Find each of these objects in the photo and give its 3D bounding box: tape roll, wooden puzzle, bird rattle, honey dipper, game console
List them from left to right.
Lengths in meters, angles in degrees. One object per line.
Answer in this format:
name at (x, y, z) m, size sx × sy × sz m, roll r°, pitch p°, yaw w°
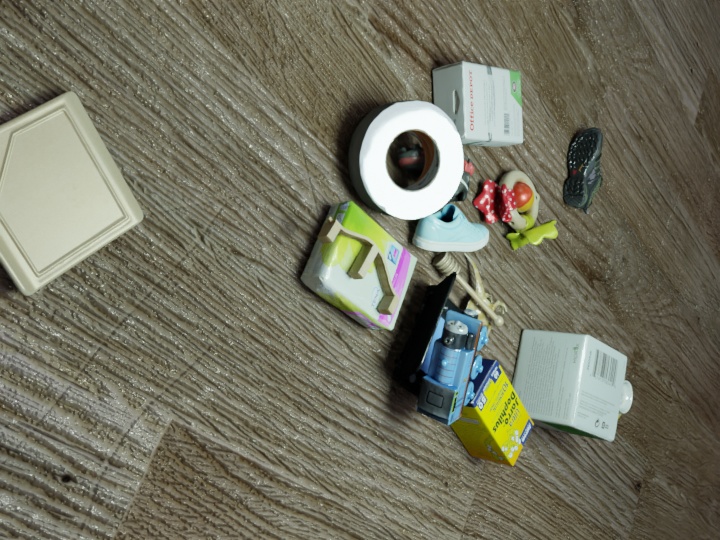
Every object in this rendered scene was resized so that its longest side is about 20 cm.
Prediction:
wooden puzzle at (-0.388, -0.098, 0.901) m, size 0.200 × 0.037 × 0.187 m, roll -44°, pitch 119°, yaw -39°
tape roll at (0.080, -0.193, 1.269) m, size 0.197 × 0.066 × 0.204 m, roll -4°, pitch 101°, yaw -19°
game console at (0.151, 0.130, 1.362) m, size 0.176 × 0.115 × 0.202 m, roll 41°, pitch 64°, yaw -36°
honey dipper at (0.220, 0.042, 1.445) m, size 0.200 × 0.038 × 0.038 m, roll 45°, pitch 61°, yaw -17°
bird rattle at (0.329, -0.141, 1.567) m, size 0.199 × 0.112 × 0.165 m, roll 37°, pitch 54°, yaw -24°

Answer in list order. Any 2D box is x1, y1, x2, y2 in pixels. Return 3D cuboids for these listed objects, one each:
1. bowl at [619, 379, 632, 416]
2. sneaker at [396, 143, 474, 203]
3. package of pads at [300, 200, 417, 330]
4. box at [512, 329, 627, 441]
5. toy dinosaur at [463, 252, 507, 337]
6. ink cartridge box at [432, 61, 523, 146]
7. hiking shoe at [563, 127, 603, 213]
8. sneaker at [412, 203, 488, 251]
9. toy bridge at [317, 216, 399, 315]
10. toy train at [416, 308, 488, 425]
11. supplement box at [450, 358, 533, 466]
bowl at (0.612, 0.309, 1.812) m, size 0.198 × 0.107 × 0.204 m, roll -1°, pitch 92°, yaw -44°
sneaker at (0.144, -0.179, 1.379) m, size 0.199 × 0.070 × 0.100 m, roll 11°, pitch 81°, yaw -44°
package of pads at (0.000, 0.000, 1.248) m, size 0.199 × 0.068 × 0.157 m, roll 38°, pitch 64°, yaw -37°
box at (0.463, 0.255, 1.624) m, size 0.198 × 0.170 × 0.203 m, roll 25°, pitch 75°, yaw -41°
toy dinosaur at (0.251, 0.070, 1.496) m, size 0.100 × 0.058 × 0.204 m, roll 8°, pitch 85°, yaw -42°
ink cartridge box at (0.237, -0.328, 1.455) m, size 0.198 × 0.084 × 0.149 m, roll -5°, pitch 94°, yaw -43°
hiking shoe at (0.553, -0.245, 1.779) m, size 0.100 × 0.075 × 0.203 m, roll 19°, pitch 87°, yaw -50°
sneaker at (0.188, -0.086, 1.408) m, size 0.198 × 0.074 × 0.083 m, roll -9°, pitch 123°, yaw -43°
toy bridge at (0.005, -0.016, 1.187) m, size 0.201 × 0.027 × 0.068 m, roll 51°, pitch 54°, yaw -30°
toy train at (0.165, 0.169, 1.287) m, size 0.114 × 0.086 × 0.204 m, roll -15°, pitch 120°, yaw -60°
supplement box at (0.248, 0.281, 1.462) m, size 0.109 × 0.108 × 0.201 m, roll -52°, pitch 124°, yaw -29°
